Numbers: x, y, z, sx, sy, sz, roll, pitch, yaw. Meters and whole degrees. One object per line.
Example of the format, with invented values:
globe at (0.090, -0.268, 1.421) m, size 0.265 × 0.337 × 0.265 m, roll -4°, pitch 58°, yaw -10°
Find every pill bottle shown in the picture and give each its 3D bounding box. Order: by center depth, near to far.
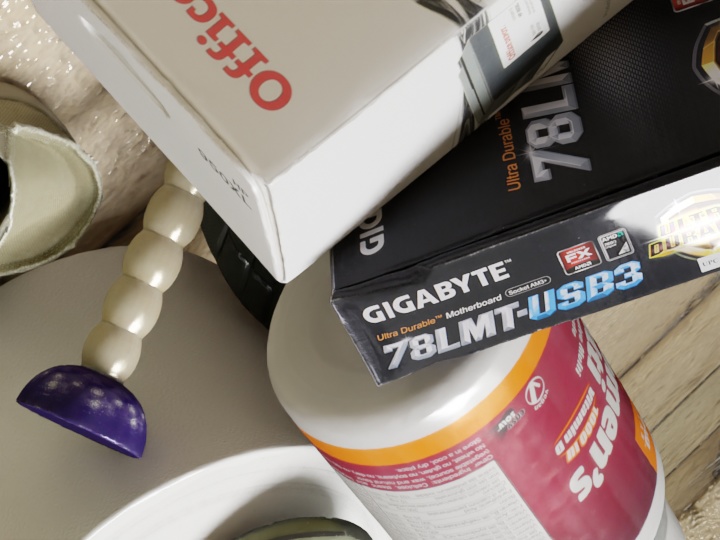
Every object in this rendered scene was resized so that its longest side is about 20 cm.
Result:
pill bottle at (0.054, 0.070, 0.747) m, size 0.109 × 0.110 × 0.200 m, roll -42°, pitch 132°, yaw -6°

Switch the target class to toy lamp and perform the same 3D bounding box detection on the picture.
toy lamp at (-0.066, -0.033, 0.718) m, size 0.058 × 0.058 × 0.202 m, roll 58°, pitch 53°, yaw -71°

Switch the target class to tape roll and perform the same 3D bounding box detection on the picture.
tape roll at (-0.096, 0.110, 0.824) m, size 0.201 × 0.139 × 0.204 m, roll -22°, pitch 137°, yaw -22°

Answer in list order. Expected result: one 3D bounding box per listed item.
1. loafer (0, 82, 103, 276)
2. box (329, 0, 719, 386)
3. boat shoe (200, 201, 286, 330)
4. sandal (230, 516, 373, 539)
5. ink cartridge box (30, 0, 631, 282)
loafer at (-0.142, -0.024, 0.648) m, size 0.076 × 0.068 × 0.200 m, roll -47°, pitch 161°, yaw 10°
box at (0.084, -0.069, 0.676) m, size 0.197 × 0.201 × 0.050 m, roll -17°, pitch 127°, yaw 13°
boat shoe at (0.000, 0.000, 0.826) m, size 0.075 × 0.201 × 0.074 m, roll -22°, pitch -150°, yaw 26°
sandal at (-0.065, 0.176, 0.753) m, size 0.201 × 0.057 × 0.080 m, roll -44°, pitch 140°, yaw 3°
ink cartridge box at (0.001, -0.118, 0.629) m, size 0.200 × 0.145 × 0.084 m, roll -39°, pitch 161°, yaw -13°
